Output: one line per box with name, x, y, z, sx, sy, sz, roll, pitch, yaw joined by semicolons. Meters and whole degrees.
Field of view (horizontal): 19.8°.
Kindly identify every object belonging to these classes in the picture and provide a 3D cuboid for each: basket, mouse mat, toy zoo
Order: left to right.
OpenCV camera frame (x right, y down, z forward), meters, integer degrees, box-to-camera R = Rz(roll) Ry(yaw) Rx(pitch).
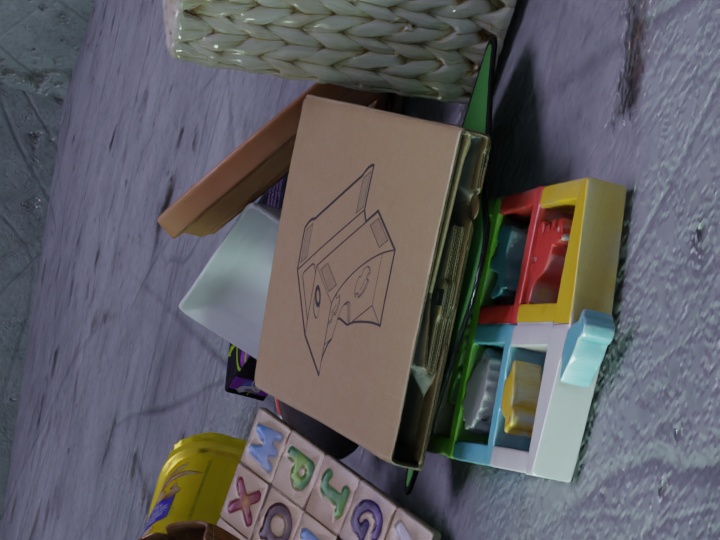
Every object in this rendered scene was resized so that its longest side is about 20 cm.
basket;-0.013;-0.179;1.140;0.136;0.198;0.124;-105;26;-62
mouse mat;0.047;-0.005;1.058;0.201;0.007;0.162;-84;7;-49
toy zoo;0.078;0.027;0.948;0.200;0.020;0.132;170;111;-76

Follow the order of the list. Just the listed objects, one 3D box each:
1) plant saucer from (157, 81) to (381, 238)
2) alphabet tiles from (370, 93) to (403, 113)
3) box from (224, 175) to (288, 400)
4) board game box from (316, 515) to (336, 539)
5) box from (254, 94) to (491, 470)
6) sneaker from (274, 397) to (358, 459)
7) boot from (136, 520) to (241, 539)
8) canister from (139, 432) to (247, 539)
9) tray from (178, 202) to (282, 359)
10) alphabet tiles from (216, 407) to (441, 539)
plant saucer;-0.041;-0.084;1.284;0.200;0.032;0.200;-40;4;3
alphabet tiles;0.001;-0.085;1.393;0.166;0.006;0.202;147;134;-71
box;-0.050;-0.012;1.447;0.200;0.036;0.144;128;152;-58
board game box;-0.036;0.231;1.171;0.151;0.047;0.202;-174;97;-77
box;0.000;0.000;1.050;0.200;0.021;0.165;21;101;65
sneaker;-0.004;0.023;1.144;0.082;0.076;0.201;-105;26;-67
boot;-0.068;0.185;1.002;0.200;0.154;0.074;-40;37;35
canister;-0.111;0.212;1.317;0.200;0.086;0.150;-75;0;-70
tray;-0.046;0.014;1.308;0.022;0.107;0.200;-61;6;-26
alphabet tiles;-0.042;0.196;1.101;0.167;0.008;0.201;30;102;49
